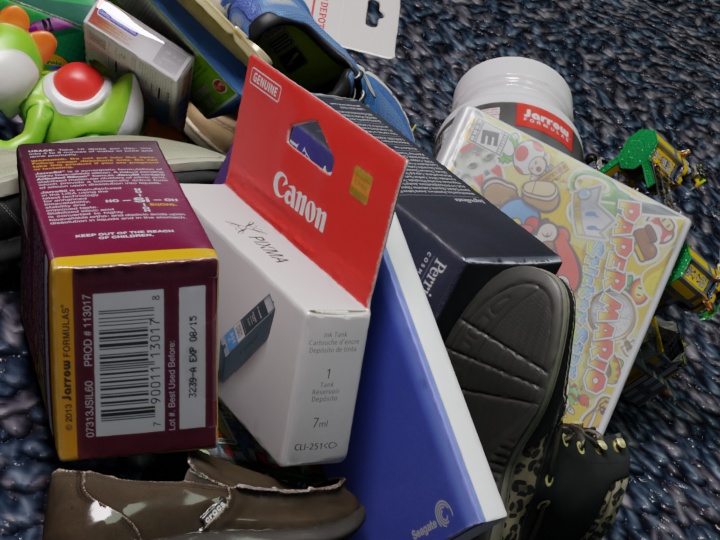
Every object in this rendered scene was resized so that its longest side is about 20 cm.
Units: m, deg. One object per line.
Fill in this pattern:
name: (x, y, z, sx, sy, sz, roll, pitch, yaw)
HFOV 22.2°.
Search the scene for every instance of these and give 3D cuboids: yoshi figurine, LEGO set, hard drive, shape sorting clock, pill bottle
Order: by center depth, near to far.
hard drive: (0.007, 0.065, 1.030, 0.025, 0.132, 0.200, -9, 71, -33)
yoshi figurine: (-0.220, -0.094, 1.208, 0.200, 0.112, 0.112, 34, -17, -23)
shape sorting clock: (-0.118, -0.163, 1.216, 0.200, 0.039, 0.200, 44, -12, 11)
pill bottle: (0.109, -0.060, 1.374, 0.116, 0.116, 0.200, 23, 46, -16)
LEGO set: (0.221, 0.004, 1.390, 0.116, 0.154, 0.200, 36, 23, -31)

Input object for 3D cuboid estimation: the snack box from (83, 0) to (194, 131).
snack box: (-0.152, -0.131, 1.255, 0.072, 0.024, 0.200, 32, -11, -2)

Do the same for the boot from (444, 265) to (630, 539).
boot: (0.109, 0.092, 1.105, 0.073, 0.204, 0.154, 24, 16, 35)

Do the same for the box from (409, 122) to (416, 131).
box: (-0.058, -0.137, 1.454, 0.200, 0.050, 0.075, 31, 29, 1)

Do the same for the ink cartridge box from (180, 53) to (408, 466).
ink cartridge box: (-0.054, -0.012, 1.040, 0.045, 0.176, 0.200, 0, 22, -29)

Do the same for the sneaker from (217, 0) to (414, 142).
sneaker: (-0.027, -0.117, 1.278, 0.200, 0.079, 0.089, 45, 12, -33)

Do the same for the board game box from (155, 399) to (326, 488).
board game box: (-0.040, 0.097, 1.126, 0.200, 0.023, 0.105, 13, 31, -31)

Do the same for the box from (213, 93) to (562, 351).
box: (0.000, 0.000, 1.144, 0.200, 0.148, 0.104, 39, 24, 32)

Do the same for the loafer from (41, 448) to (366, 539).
loafer: (-0.079, 0.122, 0.967, 0.200, 0.073, 0.071, 0, 72, -44)

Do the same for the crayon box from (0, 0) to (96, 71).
crayon box: (-0.265, -0.224, 1.383, 0.119, 0.058, 0.200, 19, 30, -22)

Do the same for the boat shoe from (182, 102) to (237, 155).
boat shoe: (-0.040, -0.095, 1.385, 0.200, 0.069, 0.074, 25, 28, -12)

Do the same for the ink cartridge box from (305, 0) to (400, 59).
ink cartridge box: (-0.074, -0.182, 1.371, 0.200, 0.067, 0.117, 11, 40, -3)

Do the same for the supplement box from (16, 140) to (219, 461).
supplement box: (-0.136, 0.010, 1.005, 0.086, 0.110, 0.200, -3, 22, -15)

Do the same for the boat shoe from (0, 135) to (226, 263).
boat shoe: (-0.173, -0.045, 1.140, 0.200, 0.068, 0.072, -13, 25, -35)

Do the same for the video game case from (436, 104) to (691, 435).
video game case: (0.110, 0.015, 1.253, 0.182, 0.200, 0.023, 26, -12, -9)
